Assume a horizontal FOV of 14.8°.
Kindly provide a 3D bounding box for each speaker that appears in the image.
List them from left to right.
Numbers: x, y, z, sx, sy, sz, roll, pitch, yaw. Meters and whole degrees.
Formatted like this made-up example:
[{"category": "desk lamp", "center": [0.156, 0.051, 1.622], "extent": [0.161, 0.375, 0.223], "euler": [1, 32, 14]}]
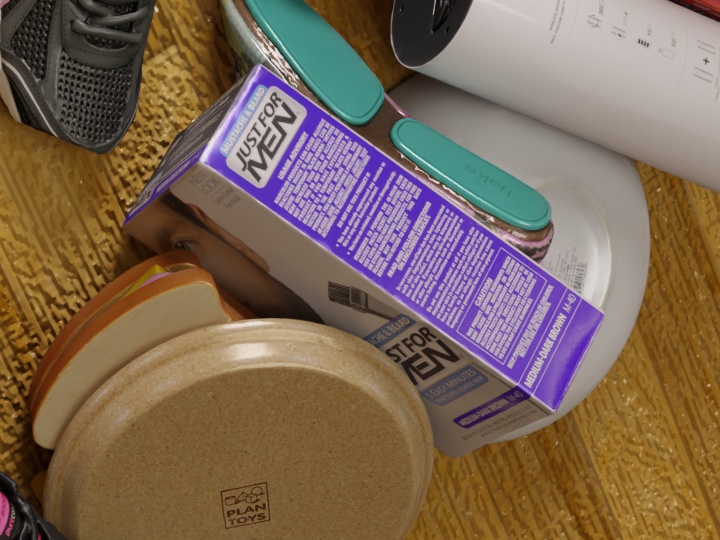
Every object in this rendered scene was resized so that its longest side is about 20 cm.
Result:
[{"category": "speaker", "center": [0.115, -0.105, 1.349], "extent": [0.199, 0.081, 0.082], "euler": [19, 87, -29]}]

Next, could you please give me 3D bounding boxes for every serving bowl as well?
[{"category": "serving bowl", "center": [0.075, -0.006, 1.395], "extent": [0.199, 0.066, 0.201], "euler": [-7, 102, -35]}]

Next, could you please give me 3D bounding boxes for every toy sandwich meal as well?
[{"category": "toy sandwich meal", "center": [-0.065, 0.085, 1.285], "extent": [0.204, 0.070, 0.206], "euler": [-8, 126, -12]}]

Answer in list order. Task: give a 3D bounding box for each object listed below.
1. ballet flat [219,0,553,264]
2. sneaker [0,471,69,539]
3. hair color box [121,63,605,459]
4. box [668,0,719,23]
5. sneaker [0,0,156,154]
[{"category": "ballet flat", "center": [-0.001, -0.056, 1.308], "extent": [0.200, 0.071, 0.069], "euler": [38, 30, 1]}, {"category": "sneaker", "center": [-0.159, 0.133, 1.201], "extent": [0.199, 0.084, 0.077], "euler": [18, 55, -14]}, {"category": "hair color box", "center": [0.000, 0.000, 1.271], "extent": [0.200, 0.109, 0.065], "euler": [36, 64, -11]}, {"category": "box", "center": [0.173, -0.179, 1.416], "extent": [0.199, 0.094, 0.103], "euler": [21, 85, -36]}, {"category": "sneaker", "center": [-0.113, -0.151, 1.225], "extent": [0.080, 0.086, 0.201], "euler": [0, 98, -33]}]
